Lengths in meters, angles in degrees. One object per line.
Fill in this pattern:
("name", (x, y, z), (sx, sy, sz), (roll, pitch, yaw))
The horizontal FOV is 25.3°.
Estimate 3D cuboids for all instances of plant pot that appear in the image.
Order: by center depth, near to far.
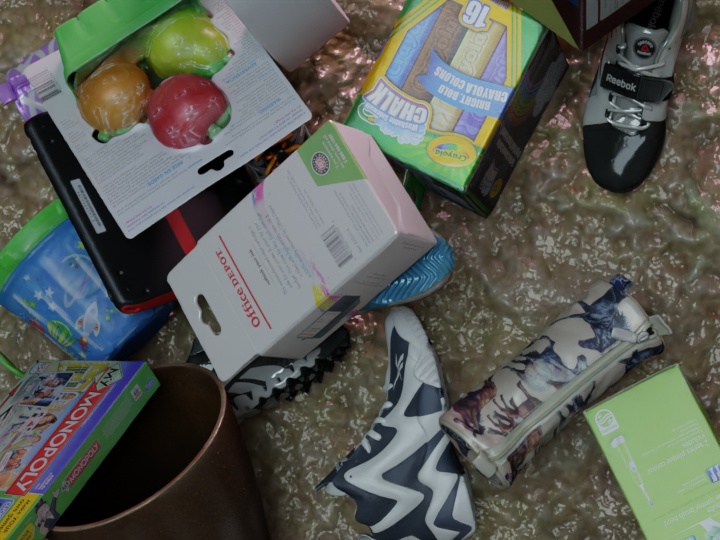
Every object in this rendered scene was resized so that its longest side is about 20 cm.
("plant pot", (-0.152, 0.214, 1.320), (0.185, 0.188, 0.201), (-20, 120, 11))

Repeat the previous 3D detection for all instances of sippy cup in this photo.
("sippy cup", (-0.240, 0.017, 1.419), (0.130, 0.139, 0.178), (46, 118, 6))

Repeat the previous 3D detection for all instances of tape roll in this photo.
("tape roll", (-0.096, -0.271, 1.378), (0.071, 0.202, 0.203), (-39, 74, 7))

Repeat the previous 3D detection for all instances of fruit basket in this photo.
("fruit basket", (-0.164, -0.147, 1.354), (0.184, 0.094, 0.201), (-34, 70, -4))

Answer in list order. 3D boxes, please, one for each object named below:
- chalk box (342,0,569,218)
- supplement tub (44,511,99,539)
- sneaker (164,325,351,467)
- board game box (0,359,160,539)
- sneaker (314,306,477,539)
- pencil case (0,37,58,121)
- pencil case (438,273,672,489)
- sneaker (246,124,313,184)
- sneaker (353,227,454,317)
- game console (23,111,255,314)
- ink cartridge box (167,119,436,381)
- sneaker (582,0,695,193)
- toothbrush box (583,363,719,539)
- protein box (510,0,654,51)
("chalk box", (0.071, -0.128, 1.352), (0.123, 0.124, 0.201), (29, 89, 16))
("supplement tub", (-0.327, 0.251, 1.395), (0.198, 0.140, 0.142), (14, 86, 17))
("sneaker", (-0.105, 0.086, 1.398), (0.199, 0.066, 0.091), (-32, 78, 11))
("board game box", (-0.265, 0.149, 1.281), (0.134, 0.029, 0.200), (-3, 38, 37))
("sneaker", (0.016, 0.139, 1.350), (0.128, 0.079, 0.201), (-15, 88, 4))
("pencil case", (-0.231, -0.202, 1.464), (0.199, 0.085, 0.084), (-37, 76, 8))
("pencil case", (0.154, 0.091, 1.286), (0.200, 0.089, 0.078), (-39, 96, -14))
("sneaker", (-0.071, -0.103, 1.412), (0.078, 0.077, 0.201), (-40, 76, 5))
("sneaker", (0.000, 0.000, 1.346), (0.199, 0.080, 0.077), (-9, 79, 37))
("game console", (-0.179, -0.071, 1.405), (0.176, 0.031, 0.201), (-21, 73, -31))
("ink cartridge box", (-0.051, -0.009, 1.290), (0.200, 0.067, 0.118), (-40, 66, 21))
("sneaker", (0.228, -0.167, 1.335), (0.073, 0.088, 0.202), (13, 87, 15))
("toothbrush box", (0.259, 0.184, 1.244), (0.086, 0.146, 0.201), (-27, 75, 9))
("protein box", (0.181, -0.321, 1.282), (0.199, 0.136, 0.198), (-35, 55, -19))
